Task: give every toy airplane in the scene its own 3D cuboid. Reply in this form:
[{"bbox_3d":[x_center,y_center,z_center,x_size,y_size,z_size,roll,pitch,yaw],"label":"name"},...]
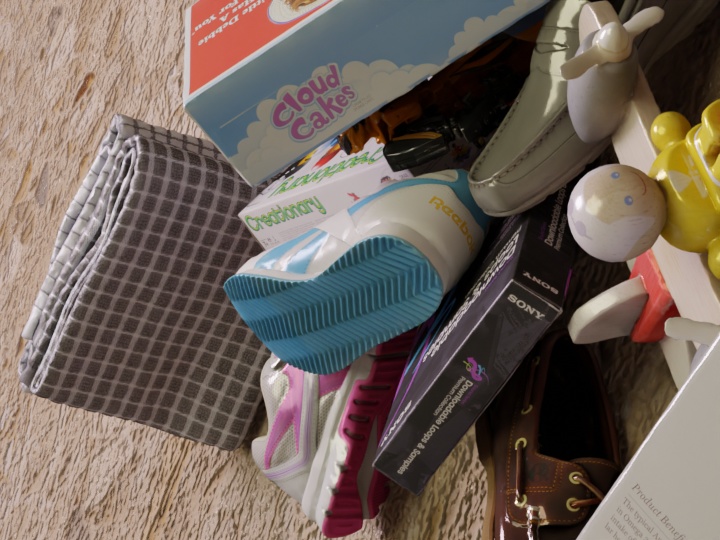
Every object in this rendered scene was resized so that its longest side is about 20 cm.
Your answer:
[{"bbox_3d":[0.149,-0.021,1.186,0.200,0.141,0.200,22,108,54],"label":"toy airplane"}]

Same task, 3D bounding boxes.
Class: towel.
[{"bbox_3d":[-0.121,0.015,1.660,0.086,0.165,0.201,45,115,54],"label":"towel"}]

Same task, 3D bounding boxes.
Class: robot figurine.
[{"bbox_3d":[0.067,-0.132,1.400,0.200,0.058,0.145,-34,29,-7],"label":"robot figurine"}]

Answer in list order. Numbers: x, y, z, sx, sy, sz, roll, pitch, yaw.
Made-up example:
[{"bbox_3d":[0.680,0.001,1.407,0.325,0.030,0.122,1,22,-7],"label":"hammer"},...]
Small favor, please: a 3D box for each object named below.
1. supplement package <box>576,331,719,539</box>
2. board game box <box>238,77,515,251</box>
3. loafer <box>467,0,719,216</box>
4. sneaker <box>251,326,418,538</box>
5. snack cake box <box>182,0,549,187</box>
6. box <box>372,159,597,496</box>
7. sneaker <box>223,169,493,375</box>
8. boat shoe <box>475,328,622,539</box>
[{"bbox_3d":[0.185,0.103,1.043,0.117,0.117,0.200,48,121,29],"label":"supplement package"},{"bbox_3d":[0.021,-0.075,1.512,0.126,0.035,0.200,-45,14,-28],"label":"board game box"},{"bbox_3d":[0.116,-0.116,1.312,0.200,0.070,0.070,-53,25,-14],"label":"loafer"},{"bbox_3d":[-0.013,0.051,1.489,0.088,0.081,0.201,23,96,29],"label":"sneaker"},{"bbox_3d":[0.003,-0.143,1.345,0.200,0.067,0.115,-31,30,16],"label":"snack cake box"},{"bbox_3d":[0.070,0.012,1.355,0.143,0.036,0.200,-55,9,31],"label":"box"},{"bbox_3d":[0.000,0.000,1.401,0.200,0.077,0.081,-18,25,52],"label":"sneaker"},{"bbox_3d":[0.102,0.115,1.280,0.070,0.070,0.200,-48,35,34],"label":"boat shoe"}]
